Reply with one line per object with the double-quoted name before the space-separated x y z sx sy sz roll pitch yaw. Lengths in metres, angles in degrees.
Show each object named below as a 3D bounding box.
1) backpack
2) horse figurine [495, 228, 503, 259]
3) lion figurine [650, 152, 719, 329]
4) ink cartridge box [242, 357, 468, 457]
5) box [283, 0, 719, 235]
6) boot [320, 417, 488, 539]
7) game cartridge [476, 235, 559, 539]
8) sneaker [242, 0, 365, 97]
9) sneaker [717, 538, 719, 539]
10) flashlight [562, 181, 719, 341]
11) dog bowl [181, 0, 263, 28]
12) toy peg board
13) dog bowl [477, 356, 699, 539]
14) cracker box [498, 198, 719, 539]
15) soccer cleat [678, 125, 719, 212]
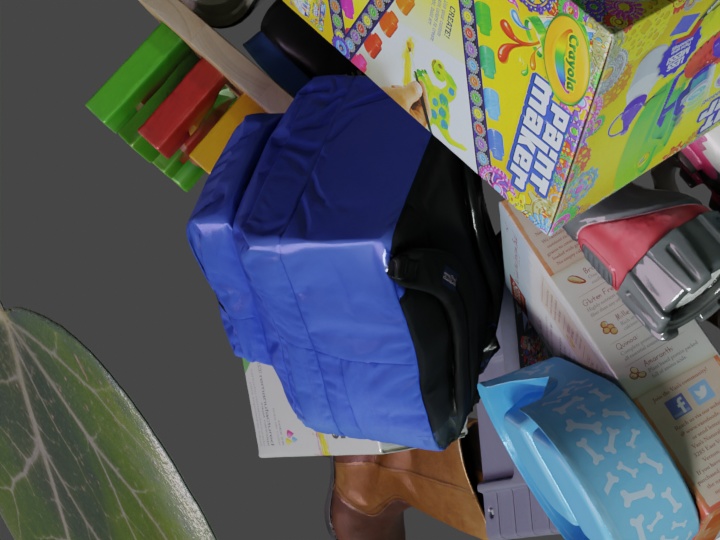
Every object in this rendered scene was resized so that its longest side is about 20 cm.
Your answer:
"backpack" 0.000 0.000 0.905 0.167 0.163 0.200 5 139 26
"horse figurine" 0.083 -0.096 0.912 0.201 0.050 0.132 66 168 -17
"lion figurine" 0.196 0.004 0.856 0.200 0.072 0.123 51 164 45
"ink cartridge box" -0.013 0.067 1.172 0.200 0.087 0.146 -11 88 57
"box" 0.101 -0.155 0.702 0.193 0.200 0.122 44 147 24
"boot" 0.054 0.196 1.272 0.200 0.068 0.189 7 111 49
"game cartridge" 0.113 0.071 0.979 0.130 0.038 0.201 149 119 -66
"sneaker" 0.017 -0.113 1.016 0.200 0.078 0.070 42 -174 -13
"sneaker" 0.219 0.130 0.942 0.080 0.074 0.201 -30 85 33
"flashlight" 0.115 -0.059 0.776 0.200 0.068 0.068 54 129 23
"dog bowl" -0.103 -0.275 1.045 0.200 0.074 0.201 37 144 33
"toy peg board" -0.083 -0.080 1.068 0.199 0.098 0.200 42 180 22
"dog bowl" 0.123 0.104 0.817 0.112 0.049 0.200 60 176 -7
"cracker box" 0.152 0.050 0.837 0.200 0.058 0.134 58 176 20
"soccer cleat" 0.212 -0.060 0.765 0.200 0.086 0.070 57 -173 26
